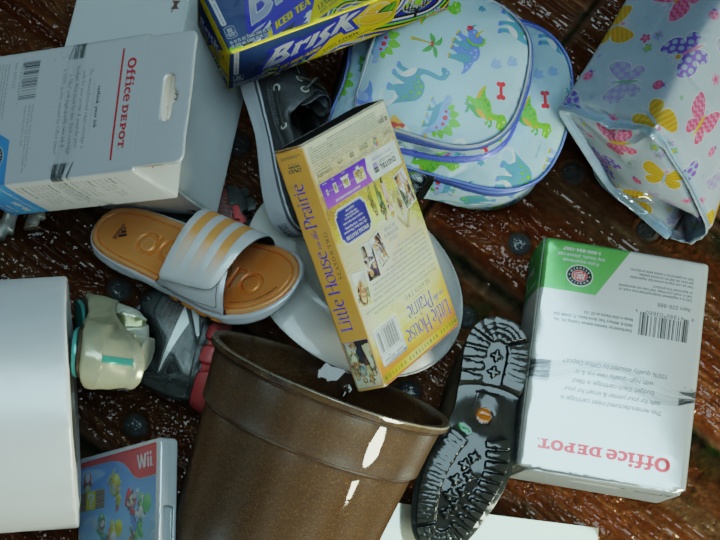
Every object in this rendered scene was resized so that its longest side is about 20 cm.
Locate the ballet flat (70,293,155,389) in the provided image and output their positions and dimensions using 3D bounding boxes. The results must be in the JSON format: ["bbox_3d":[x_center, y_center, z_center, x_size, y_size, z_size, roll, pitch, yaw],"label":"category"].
[{"bbox_3d":[-0.197,0.059,1.547,0.069,0.200,0.070,-1,100,-7],"label":"ballet flat"}]

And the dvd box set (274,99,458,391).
[{"bbox_3d":[0.008,-0.023,1.532,0.029,0.146,0.200,-13,103,31],"label":"dvd box set"}]

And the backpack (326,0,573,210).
[{"bbox_3d":[0.080,-0.148,1.656,0.200,0.147,0.183,18,77,-5],"label":"backpack"}]

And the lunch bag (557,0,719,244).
[{"bbox_3d":[0.275,-0.138,1.668,0.127,0.200,0.170,20,73,39],"label":"lunch bag"}]

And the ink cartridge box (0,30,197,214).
[{"bbox_3d":[-0.203,-0.113,1.513,0.200,0.067,0.116,-4,69,26],"label":"ink cartridge box"}]

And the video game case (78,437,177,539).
[{"bbox_3d":[-0.188,0.241,1.538,0.017,0.143,0.200,9,73,-33],"label":"video game case"}]

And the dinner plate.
[{"bbox_3d":[0.000,0.000,1.627,0.200,0.024,0.200,16,51,-20],"label":"dinner plate"}]

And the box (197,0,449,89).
[{"bbox_3d":[-0.028,-0.219,1.557,0.200,0.064,0.070,-22,71,-12],"label":"box"}]

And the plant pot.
[{"bbox_3d":[-0.059,0.174,1.531,0.200,0.200,0.198,22,95,-1],"label":"plant pot"}]

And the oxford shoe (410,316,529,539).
[{"bbox_3d":[0.091,0.142,1.619,0.073,0.084,0.200,22,77,-3],"label":"oxford shoe"}]

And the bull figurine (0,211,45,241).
[{"bbox_3d":[-0.356,-0.082,1.633,0.200,0.065,0.121,-8,81,-6],"label":"bull figurine"}]

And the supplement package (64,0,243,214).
[{"bbox_3d":[-0.174,-0.158,1.625,0.117,0.117,0.200,4,73,26],"label":"supplement package"}]

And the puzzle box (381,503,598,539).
[{"bbox_3d":[0.095,0.268,1.618,0.200,0.025,0.133,8,76,-4],"label":"puzzle box"}]

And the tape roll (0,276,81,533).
[{"bbox_3d":[-0.260,0.105,1.528,0.071,0.202,0.203,-4,77,-7],"label":"tape roll"}]

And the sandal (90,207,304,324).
[{"bbox_3d":[-0.145,-0.016,1.573,0.207,0.059,0.079,17,64,28],"label":"sandal"}]

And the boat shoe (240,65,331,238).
[{"bbox_3d":[-0.053,-0.127,1.604,0.066,0.070,0.200,-21,63,27],"label":"boat shoe"}]

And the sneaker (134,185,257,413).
[{"bbox_3d":[-0.142,0.018,1.628,0.098,0.071,0.201,11,74,-2],"label":"sneaker"}]

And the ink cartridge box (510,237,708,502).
[{"bbox_3d":[0.206,0.087,1.645,0.146,0.084,0.200,10,76,-4],"label":"ink cartridge box"}]
